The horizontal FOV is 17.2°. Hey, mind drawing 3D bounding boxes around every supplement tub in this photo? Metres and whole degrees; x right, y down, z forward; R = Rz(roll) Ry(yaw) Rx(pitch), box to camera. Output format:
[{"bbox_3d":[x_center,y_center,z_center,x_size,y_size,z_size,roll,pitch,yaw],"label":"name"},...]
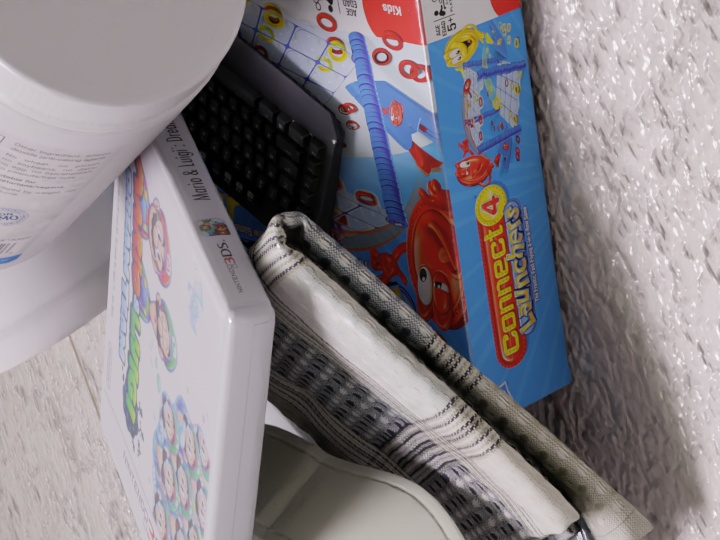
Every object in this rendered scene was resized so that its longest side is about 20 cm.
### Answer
[{"bbox_3d":[-0.140,-0.088,0.966,0.200,0.131,0.133,-37,70,57],"label":"supplement tub"}]

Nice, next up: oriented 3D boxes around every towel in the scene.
[{"bbox_3d":[0.016,0.070,1.011,0.200,0.035,0.193,41,160,-2],"label":"towel"}]

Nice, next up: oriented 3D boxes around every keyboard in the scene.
[{"bbox_3d":[-0.081,-0.065,1.072,0.200,0.021,0.128,40,138,33],"label":"keyboard"}]

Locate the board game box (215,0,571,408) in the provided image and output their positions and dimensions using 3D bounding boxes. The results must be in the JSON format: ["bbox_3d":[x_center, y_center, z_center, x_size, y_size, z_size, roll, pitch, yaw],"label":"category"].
[{"bbox_3d":[-0.006,-0.050,1.048,0.200,0.056,0.197,16,122,48],"label":"board game box"}]

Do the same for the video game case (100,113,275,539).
[{"bbox_3d":[-0.080,0.045,1.037,0.182,0.024,0.201,-118,29,-49],"label":"video game case"}]

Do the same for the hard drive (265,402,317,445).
[{"bbox_3d":[0.012,0.134,1.172,0.132,0.026,0.200,47,177,-35],"label":"hard drive"}]

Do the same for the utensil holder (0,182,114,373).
[{"bbox_3d":[-0.227,-0.057,1.283,0.201,0.170,0.170,61,163,-15],"label":"utensil holder"}]

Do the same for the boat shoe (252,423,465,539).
[{"bbox_3d":[0.001,0.127,1.032,0.200,0.073,0.062,28,162,52],"label":"boat shoe"}]
